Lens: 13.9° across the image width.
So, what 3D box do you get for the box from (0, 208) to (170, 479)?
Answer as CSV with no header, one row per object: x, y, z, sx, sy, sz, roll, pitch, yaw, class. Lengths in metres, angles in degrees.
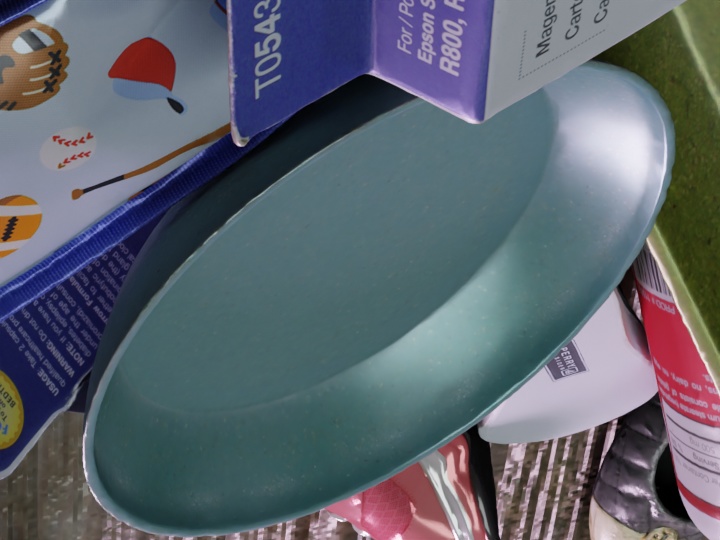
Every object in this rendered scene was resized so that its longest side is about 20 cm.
-0.075,-0.047,0.880,0.200,0.121,0.032,-49,155,17,box

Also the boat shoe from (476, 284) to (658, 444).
0.062,0.009,1.065,0.071,0.068,0.200,-17,159,6,boat shoe

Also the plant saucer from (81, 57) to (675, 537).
0.000,0.000,0.862,0.199,0.036,0.200,-27,152,-16,plant saucer

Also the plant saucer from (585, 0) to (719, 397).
0.177,-0.050,0.889,0.199,0.048,0.201,-14,124,24,plant saucer

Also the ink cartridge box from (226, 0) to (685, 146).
0.056,-0.133,0.702,0.199,0.043,0.197,-33,146,-27,ink cartridge box

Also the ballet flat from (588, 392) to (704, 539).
0.156,0.055,1.165,0.066,0.057,0.200,16,127,-35,ballet flat

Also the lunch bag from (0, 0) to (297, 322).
-0.097,-0.098,0.797,0.199,0.171,0.124,-30,144,10,lunch bag

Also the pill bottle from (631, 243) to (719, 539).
0.159,0.031,1.044,0.112,0.112,0.201,-17,114,-7,pill bottle

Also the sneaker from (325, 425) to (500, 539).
-0.001,0.061,1.104,0.086,0.074,0.201,-13,136,9,sneaker
